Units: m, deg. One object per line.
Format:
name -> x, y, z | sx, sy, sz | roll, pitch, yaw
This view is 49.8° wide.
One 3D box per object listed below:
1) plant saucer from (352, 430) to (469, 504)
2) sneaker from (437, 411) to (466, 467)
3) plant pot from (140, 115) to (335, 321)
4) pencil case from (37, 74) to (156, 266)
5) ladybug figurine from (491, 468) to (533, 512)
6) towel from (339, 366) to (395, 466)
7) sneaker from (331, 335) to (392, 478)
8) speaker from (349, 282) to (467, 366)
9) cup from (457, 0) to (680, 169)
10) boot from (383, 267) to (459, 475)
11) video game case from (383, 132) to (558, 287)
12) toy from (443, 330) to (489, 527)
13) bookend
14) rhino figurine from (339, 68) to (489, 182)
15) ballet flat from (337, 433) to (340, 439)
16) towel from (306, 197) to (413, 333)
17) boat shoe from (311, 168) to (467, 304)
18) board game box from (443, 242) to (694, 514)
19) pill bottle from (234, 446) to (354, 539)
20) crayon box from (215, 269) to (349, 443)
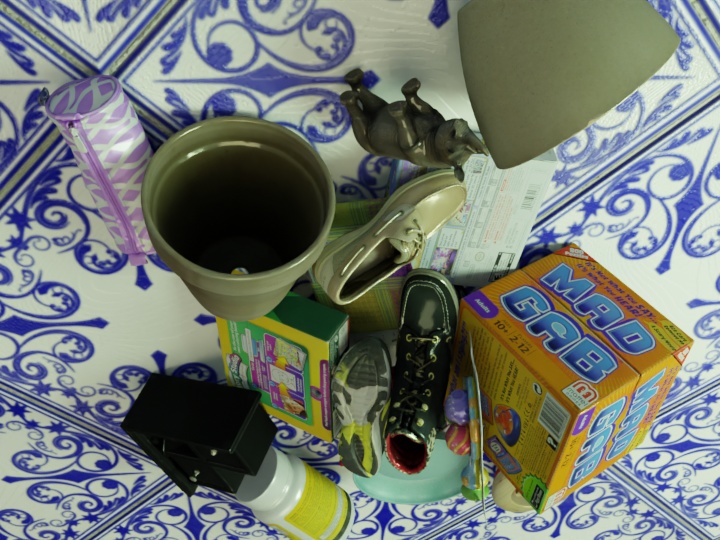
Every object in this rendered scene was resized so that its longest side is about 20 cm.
plant saucer -> 0.085, 0.291, 1.168 | 0.196, 0.036, 0.202 | -2, 138, -1
sneaker -> 0.140, 0.224, 1.194 | 0.085, 0.081, 0.203 | 4, 125, 6
plant pot -> -0.131, -0.035, 0.853 | 0.196, 0.203, 0.174 | 1, 149, -7
pencil case -> -0.259, -0.108, 0.825 | 0.082, 0.086, 0.202 | -10, 134, 6
ladybug figurine -> 0.298, 0.330, 1.298 | 0.134, 0.073, 0.200 | 25, 126, -26
towel -> 0.047, 0.195, 1.124 | 0.143, 0.022, 0.202 | -22, 145, -41
sneaker -> 0.008, 0.162, 0.987 | 0.073, 0.085, 0.203 | 14, 120, 15
speaker -> 0.051, 0.081, 1.036 | 0.198, 0.082, 0.081 | -25, 131, 16
cup -> 0.171, -0.213, 0.724 | 0.199, 0.201, 0.144 | -33, 101, 23
boot -> 0.069, 0.118, 0.900 | 0.072, 0.155, 0.206 | 6, 128, 11
video game case -> 0.116, -0.070, 0.926 | 0.178, 0.046, 0.202 | 5, 132, -9
toy -> 0.123, 0.189, 0.918 | 0.046, 0.116, 0.203 | -8, 118, 6
bookend -> -0.200, 0.252, 1.104 | 0.196, 0.093, 0.201 | 4, 140, 29
rhino figurine -> 0.056, -0.140, 0.769 | 0.060, 0.199, 0.088 | -45, 132, -17
ballet flat -> -0.012, 0.209, 1.155 | 0.067, 0.068, 0.202 | 11, 131, -11
towel -> 0.000, 0.000, 0.946 | 0.141, 0.023, 0.202 | -4, 126, 22
boat shoe -> 0.042, -0.034, 0.842 | 0.198, 0.065, 0.073 | -34, 132, -7
board game box -> 0.247, 0.130, 0.974 | 0.198, 0.200, 0.202 | -23, 140, -26
pill bottle -> -0.108, 0.370, 1.262 | 0.113, 0.115, 0.200 | -29, 129, 20
crayon box -> -0.100, 0.113, 1.011 | 0.170, 0.058, 0.202 | 21, 136, 21
